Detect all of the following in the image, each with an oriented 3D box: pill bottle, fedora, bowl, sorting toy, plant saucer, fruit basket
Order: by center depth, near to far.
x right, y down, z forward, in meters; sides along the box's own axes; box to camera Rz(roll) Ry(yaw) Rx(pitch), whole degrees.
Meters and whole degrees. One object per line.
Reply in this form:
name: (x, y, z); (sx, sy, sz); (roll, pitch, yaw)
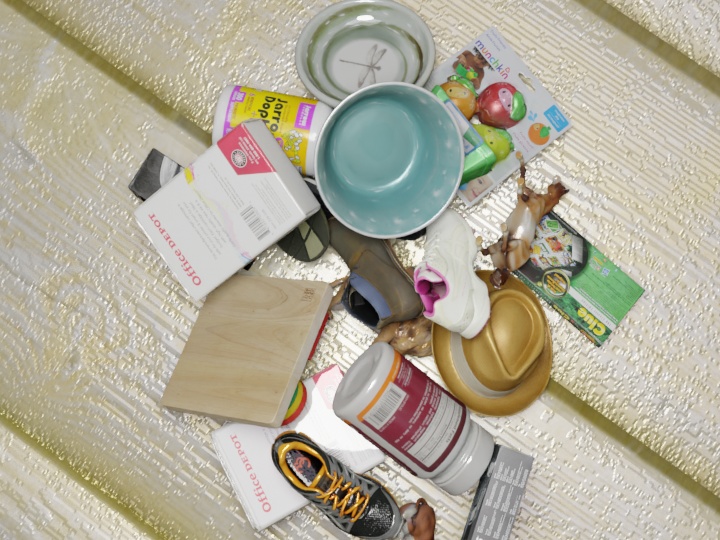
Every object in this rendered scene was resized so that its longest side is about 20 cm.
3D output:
pill bottle: (0.071, 0.194, 1.479); (0.199, 0.114, 0.115); (39, 85, -15)
bowl: (0.028, -0.154, 1.503); (0.197, 0.105, 0.205); (-4, 109, -12)
sorting toy: (-0.137, 0.113, 1.511); (0.197, 0.070, 0.201); (4, 61, 36)
fedora: (0.188, 0.091, 1.525); (0.197, 0.082, 0.205); (5, 74, -18)
fruit basket: (0.168, -0.217, 1.589); (0.199, 0.094, 0.186); (-37, 83, -6)
pill bottle: (-0.100, -0.190, 1.590); (0.196, 0.104, 0.106); (10, 83, 4)
plant saucer: (0.007, -0.292, 1.608); (0.196, 0.050, 0.203); (-1, 60, 2)

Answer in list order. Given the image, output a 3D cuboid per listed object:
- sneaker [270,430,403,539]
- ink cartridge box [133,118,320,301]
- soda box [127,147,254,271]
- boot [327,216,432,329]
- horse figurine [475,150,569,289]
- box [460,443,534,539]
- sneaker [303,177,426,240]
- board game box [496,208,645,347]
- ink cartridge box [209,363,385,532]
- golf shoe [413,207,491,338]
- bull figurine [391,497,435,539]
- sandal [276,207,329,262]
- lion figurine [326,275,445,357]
sneaker: (-0.034, 0.278, 1.456); (0.198, 0.077, 0.079); (32, 84, 5)
ink cartridge box: (-0.174, -0.080, 1.502); (0.199, 0.086, 0.149); (-34, 93, 20)
soda box: (-0.222, -0.085, 1.602); (0.198, 0.063, 0.071); (33, 85, 6)
boot: (0.000, 0.000, 1.528); (0.199, 0.076, 0.096); (39, 42, 27)
horse figurine: (0.209, -0.059, 1.527); (0.049, 0.133, 0.203); (16, 73, 29)
box: (0.166, 0.328, 1.484); (0.049, 0.158, 0.203); (18, 84, 5)
sneaker: (0.012, -0.102, 1.604); (0.196, 0.072, 0.084); (16, 60, 3)
board game box: (0.284, 0.001, 1.580); (0.200, 0.024, 0.105); (42, 72, 8)
ink cartridge box: (-0.083, 0.238, 1.543); (0.198, 0.085, 0.147); (-28, 82, -3)
golf shoe: (0.108, -0.008, 1.493); (0.090, 0.076, 0.202); (12, 46, -29)
bull figurine: (0.059, 0.401, 1.510); (0.064, 0.121, 0.204); (-8, 73, 33)
sandal: (-0.110, -0.103, 1.558); (0.079, 0.057, 0.202); (-38, 94, 17)
lion figurine: (0.018, 0.056, 1.569); (0.200, 0.073, 0.122); (43, 66, 13)
